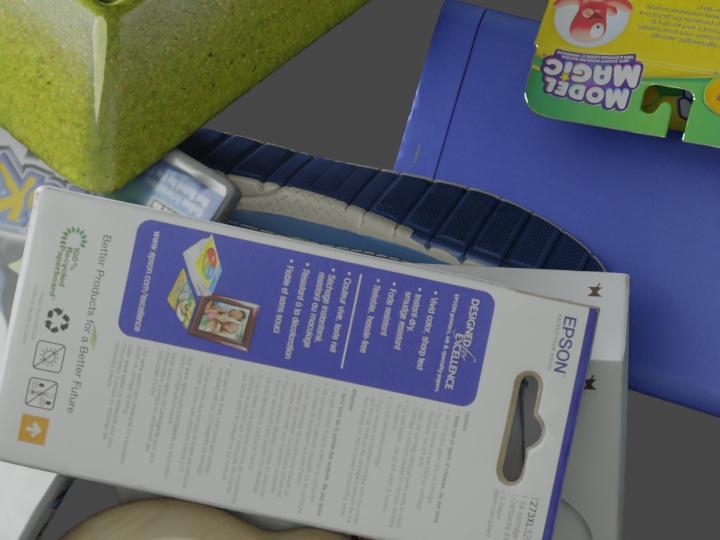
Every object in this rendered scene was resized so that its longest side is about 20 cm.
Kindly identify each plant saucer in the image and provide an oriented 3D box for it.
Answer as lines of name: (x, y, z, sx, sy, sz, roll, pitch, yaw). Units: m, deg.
plant saucer: (-0.099, -0.148, 0.850, 0.200, 0.048, 0.200, 38, 53, 16)

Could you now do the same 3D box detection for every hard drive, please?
hard drive: (0.108, -0.022, 0.912, 0.199, 0.025, 0.133, 17, 90, 22)

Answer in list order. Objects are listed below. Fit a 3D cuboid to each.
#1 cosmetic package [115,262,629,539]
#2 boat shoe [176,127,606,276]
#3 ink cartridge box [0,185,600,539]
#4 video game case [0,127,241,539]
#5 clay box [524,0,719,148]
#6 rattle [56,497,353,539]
cosmetic package: (0.003, 0.065, 0.881, 0.199, 0.151, 0.052, 2, 42, 8)
boat shoe: (0.000, 0.000, 0.907, 0.199, 0.072, 0.073, 17, 113, 15)
ink cartridge box: (-0.024, 0.037, 0.789, 0.199, 0.037, 0.095, 12, 89, -2)
video game case: (-0.172, -0.001, 0.827, 0.199, 0.022, 0.183, 31, 88, 9)
clay box: (0.144, -0.124, 0.893, 0.114, 0.048, 0.201, 11, 63, 19)
rattle: (-0.042, 0.158, 0.895, 0.199, 0.143, 0.131, -15, 56, -14)
